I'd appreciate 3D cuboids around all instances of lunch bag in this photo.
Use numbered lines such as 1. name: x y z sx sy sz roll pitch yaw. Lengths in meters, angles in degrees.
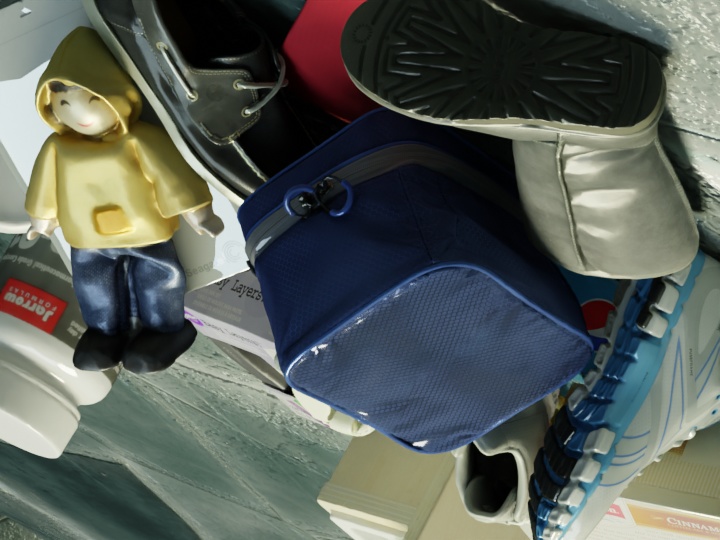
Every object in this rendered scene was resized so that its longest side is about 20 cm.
1. lunch bag: 0.023 -0.002 1.534 0.136 0.133 0.200 -32 144 19

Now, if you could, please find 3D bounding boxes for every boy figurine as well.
1. boy figurine: -0.138 -0.041 1.573 0.124 0.064 0.201 5 120 20

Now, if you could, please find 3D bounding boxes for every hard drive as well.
1. hard drive: -0.146 -0.076 1.610 0.132 0.026 0.200 -21 108 26

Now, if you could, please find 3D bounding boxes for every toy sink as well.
1. toy sink: 0.058 0.162 1.930 0.112 0.201 0.130 11 157 45

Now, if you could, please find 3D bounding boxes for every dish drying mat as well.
1. dish drying mat: 0.000 -0.122 1.496 0.077 0.018 0.200 30 163 -3

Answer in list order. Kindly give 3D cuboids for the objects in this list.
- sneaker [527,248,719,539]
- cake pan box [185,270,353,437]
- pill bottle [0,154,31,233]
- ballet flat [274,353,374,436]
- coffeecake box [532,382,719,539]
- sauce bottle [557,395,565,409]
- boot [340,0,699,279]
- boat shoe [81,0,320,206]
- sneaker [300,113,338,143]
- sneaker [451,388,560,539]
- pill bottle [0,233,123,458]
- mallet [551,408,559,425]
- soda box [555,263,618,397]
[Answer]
1. sneaker: 0.165 0.083 1.550 0.086 0.201 0.075 24 -169 -19
2. cake pan box: -0.029 0.068 2.036 0.200 0.052 0.184 20 161 45
3. pill bottle: -0.222 -0.088 1.746 0.113 0.113 0.200 31 -179 -10
4. ballet flat: -0.012 0.071 1.772 0.069 0.070 0.200 21 169 25
5. coffeecake box: 0.210 0.160 1.655 0.153 0.073 0.200 10 150 29
6. sauce bottle: 0.146 0.085 1.793 0.199 0.066 0.066 5 154 32
7. boot: 0.087 -0.067 1.431 0.181 0.073 0.200 18 167 14
8. boat shoe: -0.074 -0.104 1.542 0.067 0.072 0.200 -17 120 44
9. sneaker: -0.055 -0.077 1.648 0.199 0.076 0.070 3 167 7
10. sneaker: 0.093 0.130 1.673 0.075 0.092 0.200 3 142 28
11. pill bottle: -0.207 0.023 1.943 0.114 0.200 0.114 26 163 8
12. mallet: 0.090 0.084 1.725 0.199 0.041 0.066 22 139 -4
13. soda box: 0.169 0.058 1.676 0.199 0.064 0.068 29 163 -1
